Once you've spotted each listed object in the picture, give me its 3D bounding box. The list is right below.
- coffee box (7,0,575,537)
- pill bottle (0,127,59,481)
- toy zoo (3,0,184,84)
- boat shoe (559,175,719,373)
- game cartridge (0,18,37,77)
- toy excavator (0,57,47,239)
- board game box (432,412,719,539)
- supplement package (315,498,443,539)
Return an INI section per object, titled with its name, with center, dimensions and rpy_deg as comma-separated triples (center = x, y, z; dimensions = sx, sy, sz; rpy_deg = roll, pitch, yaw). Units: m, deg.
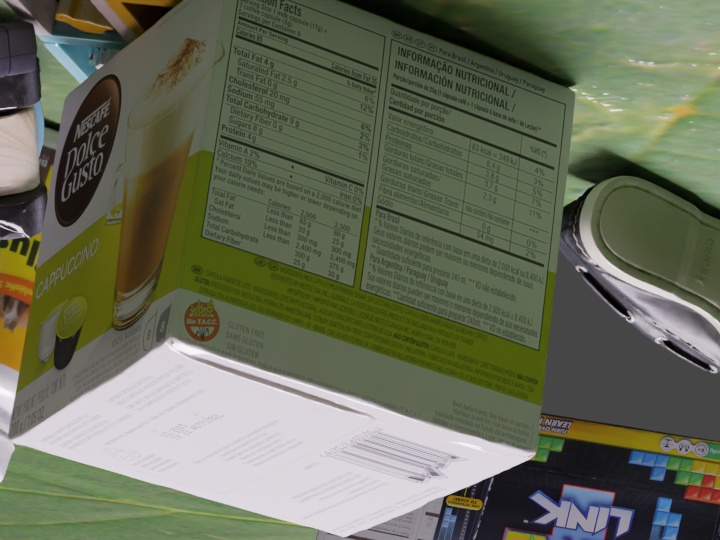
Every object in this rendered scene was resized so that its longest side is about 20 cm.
[coffee box]
center = -0.035, -0.004, 1.416
dimensions = 0.199, 0.199, 0.199
rpy_deg = 18, 156, -25
[pill bottle]
center = -0.218, 0.019, 1.695
dimensions = 0.108, 0.201, 0.109
rpy_deg = 14, 163, 5
[toy zoo]
center = -0.106, -0.120, 1.473
dimensions = 0.130, 0.021, 0.200
rpy_deg = 9, 161, 23
[boat shoe]
center = 0.182, 0.015, 1.538
dimensions = 0.199, 0.075, 0.066
rpy_deg = 26, 162, -26
[game cartridge]
center = -0.281, -0.115, 1.483
dimensions = 0.199, 0.039, 0.129
rpy_deg = 11, -158, 39
[toy excavator]
center = -0.282, -0.083, 1.598
dimensions = 0.193, 0.101, 0.200
rpy_deg = -10, -156, -18
[board game box]
center = 0.149, 0.187, 1.939
dimensions = 0.199, 0.166, 0.057
rpy_deg = 7, 161, 25
[supplement package]
center = 0.053, 0.240, 2.126
dimensions = 0.150, 0.201, 0.152
rpy_deg = 9, 162, 21
